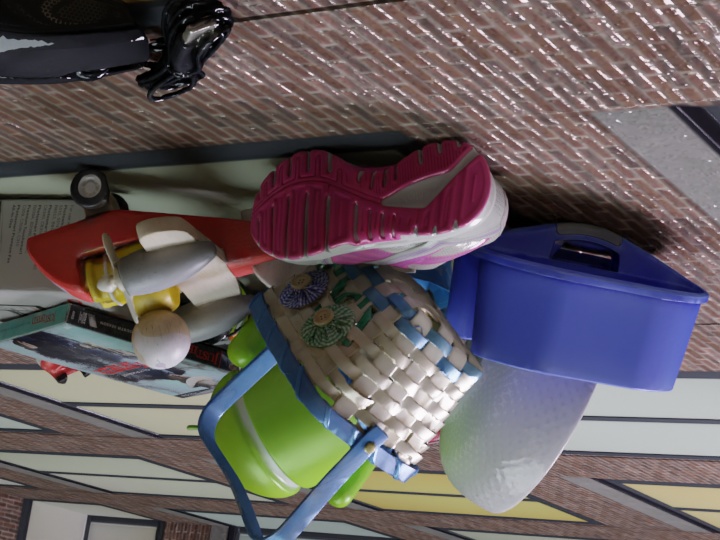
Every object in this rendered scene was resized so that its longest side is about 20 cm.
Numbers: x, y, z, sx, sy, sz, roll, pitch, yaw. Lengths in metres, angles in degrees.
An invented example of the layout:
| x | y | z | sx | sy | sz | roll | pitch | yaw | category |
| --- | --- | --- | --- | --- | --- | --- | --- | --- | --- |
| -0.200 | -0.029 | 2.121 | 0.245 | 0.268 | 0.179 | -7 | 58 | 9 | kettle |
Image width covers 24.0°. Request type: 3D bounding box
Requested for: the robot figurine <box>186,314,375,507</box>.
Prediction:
| x | y | z | sx | sy | sz | roll | pitch | yaw | category |
| --- | --- | --- | --- | --- | --- | --- | --- | --- | --- |
| -0.038 | 0.109 | 1.376 | 0.199 | 0.116 | 0.176 | -29 | 113 | 13 | robot figurine |

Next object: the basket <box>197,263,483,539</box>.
| x | y | z | sx | sy | sz | roll | pitch | yaw | category |
| --- | --- | --- | --- | --- | --- | --- | --- | --- | --- |
| -0.027 | 0.085 | 1.215 | 0.139 | 0.200 | 0.176 | 36 | -172 | -34 | basket |

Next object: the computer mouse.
| x | y | z | sx | sy | sz | roll | pitch | yaw | category |
| --- | --- | --- | --- | --- | --- | --- | --- | --- | --- |
| -0.179 | -0.130 | 0.961 | 0.199 | 0.053 | 0.138 | 12 | 166 | -15 | computer mouse |

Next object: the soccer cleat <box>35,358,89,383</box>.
| x | y | z | sx | sy | sz | roll | pitch | yaw | category |
| --- | --- | --- | --- | --- | --- | --- | --- | --- | --- |
| -0.259 | 0.064 | 1.740 | 0.200 | 0.085 | 0.069 | -6 | 145 | -51 | soccer cleat |

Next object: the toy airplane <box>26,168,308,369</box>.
| x | y | z | sx | sy | sz | roll | pitch | yaw | category |
| --- | --- | --- | --- | --- | --- | --- | --- | --- | --- |
| -0.130 | 0.007 | 1.282 | 0.199 | 0.142 | 0.199 | 19 | 162 | -36 | toy airplane |

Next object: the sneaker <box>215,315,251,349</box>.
| x | y | z | sx | sy | sz | roll | pitch | yaw | category |
| --- | --- | --- | --- | --- | --- | --- | --- | --- | --- |
| -0.166 | 0.049 | 1.627 | 0.199 | 0.070 | 0.090 | -5 | 156 | 27 | sneaker |

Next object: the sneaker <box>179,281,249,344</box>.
| x | y | z | sx | sy | sz | roll | pitch | yaw | category |
| --- | --- | --- | --- | --- | --- | --- | --- | --- | --- |
| -0.203 | 0.035 | 1.523 | 0.199 | 0.074 | 0.081 | -1 | -163 | 11 | sneaker |

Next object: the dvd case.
| x | y | z | sx | sy | sz | roll | pitch | yaw | category |
| --- | --- | --- | --- | --- | --- | --- | --- | --- | --- |
| -0.199 | 0.072 | 1.466 | 0.199 | 0.022 | 0.146 | 18 | 160 | -34 | dvd case |

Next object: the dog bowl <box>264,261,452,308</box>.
| x | y | z | sx | sy | sz | roll | pitch | yaw | category |
| --- | --- | --- | --- | --- | --- | --- | --- | --- | --- |
| 0.000 | 0.000 | 1.369 | 0.111 | 0.050 | 0.200 | 16 | 164 | -27 | dog bowl |

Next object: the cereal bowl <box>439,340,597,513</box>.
| x | y | z | sx | sy | sz | roll | pitch | yaw | category |
| --- | --- | --- | --- | --- | --- | --- | --- | --- | --- |
| 0.123 | 0.096 | 1.409 | 0.083 | 0.201 | 0.200 | 31 | 162 | -8 | cereal bowl |

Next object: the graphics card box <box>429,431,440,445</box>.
| x | y | z | sx | sy | sz | roll | pitch | yaw | category |
| --- | --- | --- | --- | --- | --- | --- | --- | --- | --- |
| -0.005 | 0.105 | 1.530 | 0.199 | 0.051 | 0.125 | 16 | -168 | 36 | graphics card box |

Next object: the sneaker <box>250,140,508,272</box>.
| x | y | z | sx | sy | sz | roll | pitch | yaw | category |
| --- | --- | --- | --- | --- | --- | --- | --- | --- | --- |
| 0.015 | -0.034 | 1.167 | 0.199 | 0.082 | 0.088 | 0 | 162 | 32 | sneaker |

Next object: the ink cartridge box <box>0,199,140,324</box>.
| x | y | z | sx | sy | sz | roll | pitch | yaw | category |
| --- | --- | --- | --- | --- | --- | --- | --- | --- | --- |
| -0.276 | -0.001 | 1.446 | 0.199 | 0.085 | 0.146 | 2 | 164 | 24 | ink cartridge box |

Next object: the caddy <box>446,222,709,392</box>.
| x | y | z | sx | sy | sz | roll | pitch | yaw | category |
| --- | --- | --- | --- | --- | --- | --- | --- | --- | --- |
| 0.156 | 0.017 | 1.248 | 0.199 | 0.105 | 0.141 | 11 | -171 | -17 | caddy |

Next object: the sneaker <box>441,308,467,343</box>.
| x | y | z | sx | sy | sz | roll | pitch | yaw | category |
| --- | --- | --- | --- | --- | --- | --- | --- | --- | --- |
| 0.035 | 0.045 | 1.521 | 0.199 | 0.073 | 0.072 | 3 | 141 | -29 | sneaker |
